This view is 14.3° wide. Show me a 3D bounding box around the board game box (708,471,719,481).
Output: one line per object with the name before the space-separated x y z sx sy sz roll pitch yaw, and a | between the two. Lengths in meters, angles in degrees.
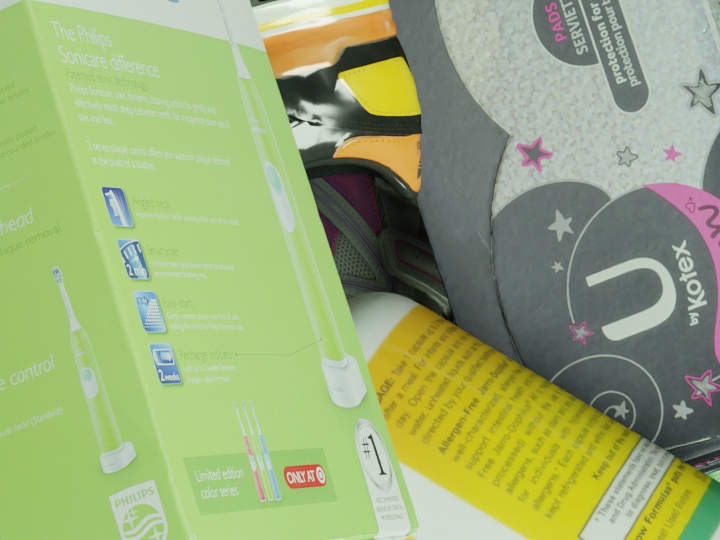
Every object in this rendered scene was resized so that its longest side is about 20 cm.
board game box | 0.204 0.014 1.138 0.200 0.024 0.105 -25 133 19

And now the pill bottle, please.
pill bottle | 0.021 0.077 0.939 0.113 0.200 0.113 -58 172 -14

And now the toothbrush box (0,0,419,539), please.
toothbrush box | -0.075 -0.002 0.836 0.086 0.201 0.146 -21 171 23

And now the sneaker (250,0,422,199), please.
sneaker | -0.075 -0.034 0.979 0.199 0.090 0.070 -18 -178 0

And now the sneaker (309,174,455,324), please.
sneaker | 0.009 -0.009 1.125 0.088 0.200 0.081 -37 139 12

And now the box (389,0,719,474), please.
box | 0.101 -0.027 1.029 0.132 0.201 0.115 -21 172 24
